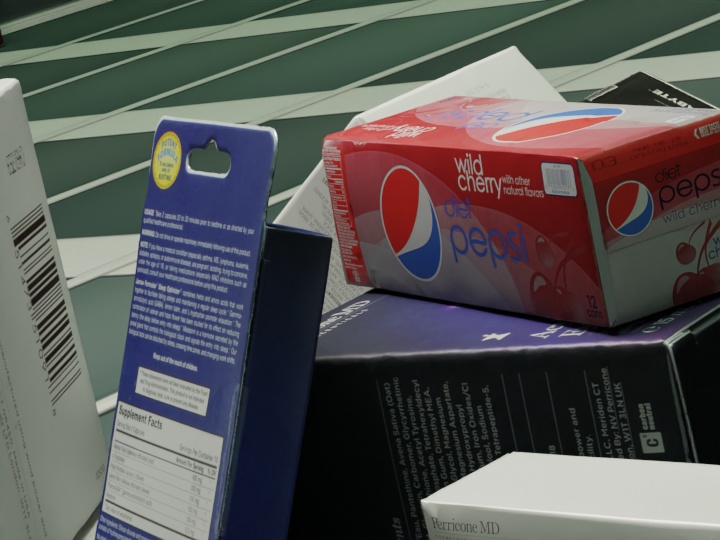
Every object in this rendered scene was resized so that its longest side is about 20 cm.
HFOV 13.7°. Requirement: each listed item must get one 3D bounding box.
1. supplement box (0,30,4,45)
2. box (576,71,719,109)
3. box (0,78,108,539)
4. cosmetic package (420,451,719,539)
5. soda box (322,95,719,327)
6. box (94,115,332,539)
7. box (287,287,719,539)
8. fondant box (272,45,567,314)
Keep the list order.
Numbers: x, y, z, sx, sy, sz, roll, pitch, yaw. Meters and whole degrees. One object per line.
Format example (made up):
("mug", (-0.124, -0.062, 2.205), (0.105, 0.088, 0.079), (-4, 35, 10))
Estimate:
("supplement box", (-0.509, -0.364, 3.664), (0.061, 0.201, 0.109), (-20, 13, -40))
("box", (0.160, -0.007, 1.257), (0.199, 0.050, 0.160), (28, 30, 21))
("box", (-0.207, 0.037, 1.291), (0.130, 0.200, 0.200), (-11, 11, 10))
("cosmetic package", (0.109, 0.104, 0.907), (0.050, 0.083, 0.199), (-21, 13, -40))
("soda box", (0.062, -0.025, 1.115), (0.070, 0.064, 0.200), (-18, 13, -26))
("box", (-0.056, 0.047, 1.089), (0.032, 0.201, 0.121), (7, 2, -25))
("box", (0.076, 0.057, 1.124), (0.199, 0.105, 0.148), (-4, 14, 35))
("fondant box", (0.000, 0.000, 1.342), (0.200, 0.058, 0.144), (-50, -13, 34))
